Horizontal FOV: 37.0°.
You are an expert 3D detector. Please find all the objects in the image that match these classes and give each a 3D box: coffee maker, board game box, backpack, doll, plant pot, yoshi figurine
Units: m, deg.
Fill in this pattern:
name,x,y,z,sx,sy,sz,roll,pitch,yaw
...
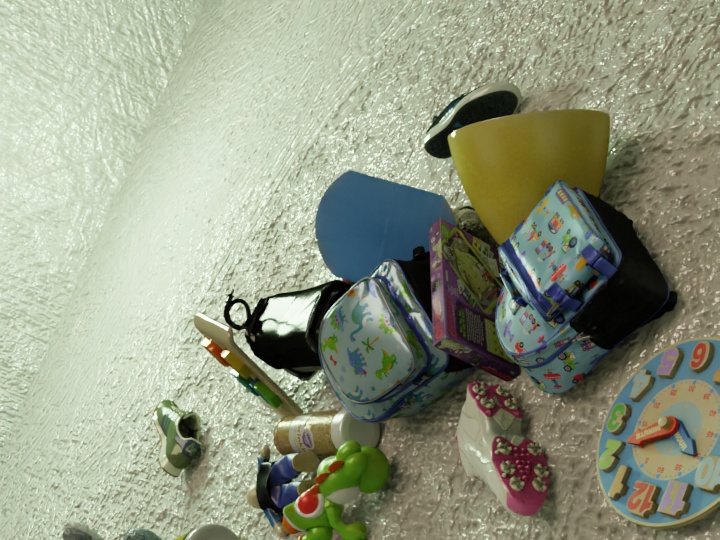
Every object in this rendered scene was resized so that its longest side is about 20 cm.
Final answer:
name,x,y,z,sx,sy,sz,roll,pitch,yaw
coffee maker,-0.083,0.090,1.626,0.200,0.191,0.136,-16,69,58
board game box,0.142,0.034,1.359,0.032,0.120,0.201,-39,34,35
backpack,0.033,0.100,1.415,0.200,0.147,0.184,-47,62,36
backpack,0.224,0.027,1.207,0.200,0.134,0.183,-50,29,24
board game box,0.038,-0.053,1.473,0.039,0.199,0.159,-53,-23,-63
doll,-0.122,0.328,1.606,0.200,0.048,0.137,-32,66,55
plant pot,0.212,-0.106,1.324,0.200,0.199,0.143,-11,84,57
yoshi figurine,-0.024,0.304,1.446,0.200,0.112,0.112,-59,-7,34

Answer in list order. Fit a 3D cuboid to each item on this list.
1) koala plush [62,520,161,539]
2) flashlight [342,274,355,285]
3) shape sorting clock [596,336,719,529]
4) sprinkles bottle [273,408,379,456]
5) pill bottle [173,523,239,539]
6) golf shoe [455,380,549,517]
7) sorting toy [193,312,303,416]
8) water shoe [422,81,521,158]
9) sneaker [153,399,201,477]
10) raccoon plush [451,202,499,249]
name,x,y,z,sx,sy,sz,roll,pitch,yaw
koala plush,-0.438,0.518,1.833,0.184,0.199,0.178,6,69,62
flashlight,0.000,0.000,1.606,0.200,0.067,0.068,64,-152,-86
shape sorting clock,0.305,0.153,1.042,0.200,0.039,0.201,-41,33,35
sprinkles bottle,-0.053,0.238,1.567,0.200,0.068,0.069,-17,50,55
pill bottle,-0.273,0.475,1.680,0.200,0.112,0.113,-36,36,42
golf shoe,0.157,0.217,1.227,0.200,0.075,0.092,-103,33,-56
sorting toy,-0.189,0.162,1.748,0.036,0.200,0.185,-43,23,-15
water shoe,0.166,-0.248,1.647,0.200,0.071,0.079,-31,37,45
sneaker,-0.335,0.295,2.030,0.090,0.067,0.200,-45,30,14
raccoon plush,0.120,-0.010,1.506,0.134,0.096,0.201,32,110,55
